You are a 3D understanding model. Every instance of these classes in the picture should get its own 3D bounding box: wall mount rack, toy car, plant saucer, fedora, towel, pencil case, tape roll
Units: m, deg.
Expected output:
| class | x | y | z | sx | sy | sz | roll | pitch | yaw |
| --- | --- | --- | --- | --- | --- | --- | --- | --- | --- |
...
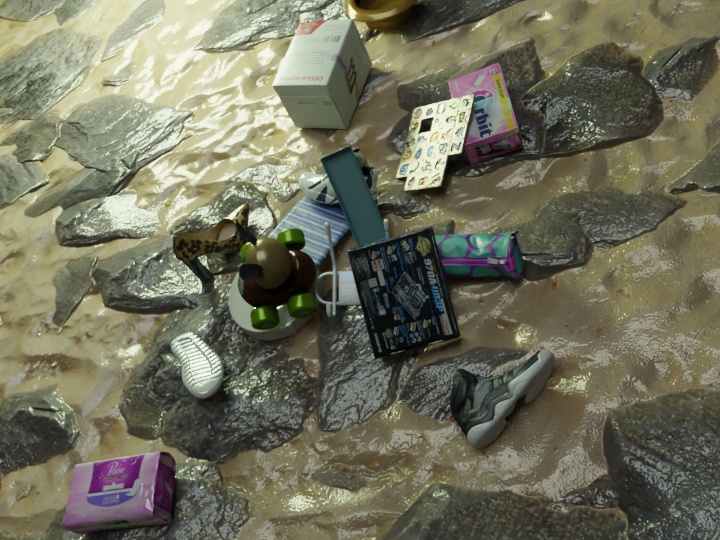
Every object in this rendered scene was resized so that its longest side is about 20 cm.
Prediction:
| class | x | y | z | sx | sy | sz | roll | pitch | yaw |
| --- | --- | --- | --- | --- | --- | --- | --- | --- | --- |
| wall mount rack | 0.000 | 0.000 | 1.499 | 0.197 | 0.075 | 0.177 | -2 | 82 | 12 |
| toy car | -0.182 | -0.005 | 1.464 | 0.156 | 0.200 | 0.167 | -18 | 67 | 15 |
| plant saucer | -0.008 | -0.142 | 1.579 | 0.069 | 0.202 | 0.019 | -20 | 10 | 18 |
| fedora | 0.062 | -0.639 | 1.930 | 0.197 | 0.082 | 0.203 | -9 | 53 | 12 |
| towel | -0.108 | -0.070 | 1.630 | 0.143 | 0.024 | 0.201 | 20 | 53 | 27 |
| pencil case | 0.193 | -0.025 | 1.457 | 0.197 | 0.086 | 0.092 | -2 | 14 | 24 |
| tape roll | -0.168 | 0.043 | 1.602 | 0.200 | 0.037 | 0.205 | -11 | 55 | 16 |

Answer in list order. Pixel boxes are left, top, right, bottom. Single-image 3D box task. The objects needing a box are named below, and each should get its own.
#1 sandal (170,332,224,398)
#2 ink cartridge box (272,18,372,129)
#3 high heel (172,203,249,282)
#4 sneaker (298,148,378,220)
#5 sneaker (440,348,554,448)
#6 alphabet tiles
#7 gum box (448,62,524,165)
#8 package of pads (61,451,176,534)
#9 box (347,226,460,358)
| class | x | y | z | sx | sy | sz | roll | pitch | yaw |
| --- | --- | --- | --- | --- | --- | --- | --- | --- | --- |
| sandal | -0.312 | 0.188 | 1.564 | 0.082 | 0.050 | 0.203 | -25 | 37 | -12 |
| ink cartridge box | -0.084 | -0.443 | 1.821 | 0.143 | 0.145 | 0.202 | 6 | 60 | 26 |
| high heel | -0.310 | -0.090 | 1.684 | 0.071 | 0.143 | 0.201 | 18 | 67 | 32 |
| sneaker | -0.040 | -0.197 | 1.638 | 0.198 | 0.131 | 0.079 | 31 | 30 | 35 |
| sneaker | 0.220 | 0.184 | 1.313 | 0.200 | 0.076 | 0.114 | -45 | 55 | -7 |
| alphabet tiles | 0.149 | -0.256 | 1.633 | 0.166 | 0.008 | 0.203 | -3 | 66 | 46 |
| gum box | 0.256 | -0.317 | 1.638 | 0.112 | 0.066 | 0.202 | -17 | 53 | 14 |
| package of pads | -0.435 | 0.402 | 1.453 | 0.197 | 0.076 | 0.122 | -12 | 55 | 16 |
| box | 0.077 | 0.040 | 1.421 | 0.157 | 0.046 | 0.203 | -15 | 90 | 11 |
